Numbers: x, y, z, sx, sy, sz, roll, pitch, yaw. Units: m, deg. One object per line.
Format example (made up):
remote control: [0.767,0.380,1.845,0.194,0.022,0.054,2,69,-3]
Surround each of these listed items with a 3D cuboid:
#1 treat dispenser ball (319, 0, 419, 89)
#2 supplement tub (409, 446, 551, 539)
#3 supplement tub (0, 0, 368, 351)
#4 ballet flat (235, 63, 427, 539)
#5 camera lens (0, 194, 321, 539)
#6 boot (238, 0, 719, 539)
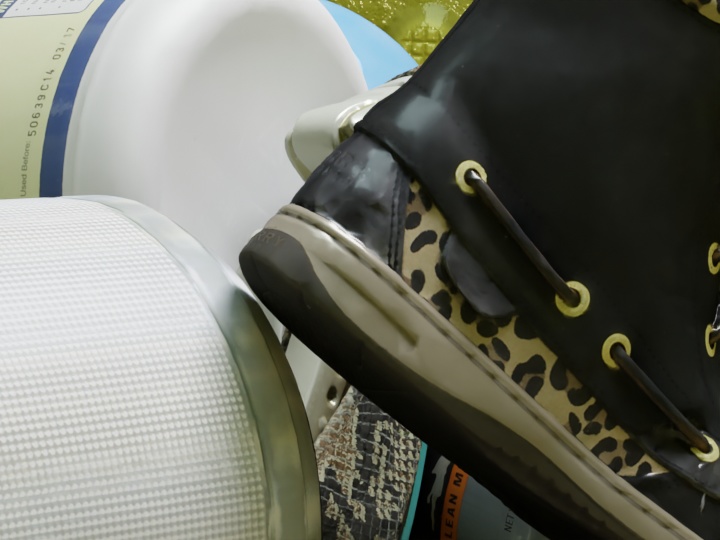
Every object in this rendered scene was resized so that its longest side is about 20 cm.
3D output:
treat dispenser ball: [-0.049,-0.034,1.226,0.199,0.203,0.201,2,8,0]
supplement tub: [0.055,0.069,0.795,0.122,0.124,0.200,-2,8,-28]
supplement tub: [-0.108,-0.021,0.807,0.199,0.146,0.145,1,5,34]
ballet flat: [0.000,0.000,0.741,0.075,0.201,0.068,34,-27,-30]
camera lens: [-0.121,0.064,0.621,0.199,0.161,0.159,-4,10,-42]
boot: [0.083,-0.001,0.652,0.199,0.151,0.073,36,-11,-14]
